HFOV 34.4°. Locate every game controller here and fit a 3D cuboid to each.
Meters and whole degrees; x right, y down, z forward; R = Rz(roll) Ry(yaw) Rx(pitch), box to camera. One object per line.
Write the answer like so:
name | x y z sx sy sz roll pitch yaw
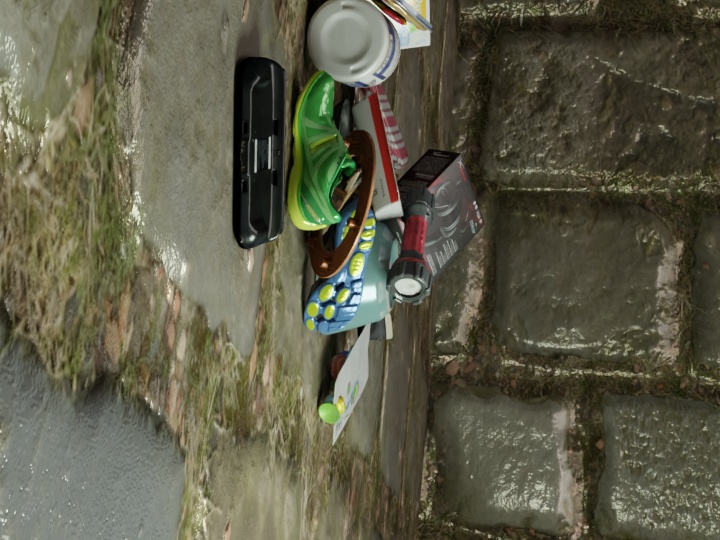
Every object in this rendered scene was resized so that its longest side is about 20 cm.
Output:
game controller | -0.110 -0.126 1.248 0.104 0.042 0.203 -21 114 -65

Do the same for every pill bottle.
pill bottle | -0.003 -0.310 1.602 0.200 0.109 0.113 -30 123 -80

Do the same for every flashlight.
flashlight | 0.080 -0.043 1.729 0.068 0.067 0.202 49 36 -35

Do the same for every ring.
ring | -0.030 -0.090 1.535 0.200 0.019 0.203 -47 -144 49

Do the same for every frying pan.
frying pan | -0.025 -0.213 1.746 0.191 0.030 0.116 -76 169 -60

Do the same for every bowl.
bowl | 0.000 0.000 1.767 0.201 0.103 0.204 3 90 -82

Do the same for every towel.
towel | 0.029 -0.258 1.864 0.146 0.030 0.202 -44 113 -79

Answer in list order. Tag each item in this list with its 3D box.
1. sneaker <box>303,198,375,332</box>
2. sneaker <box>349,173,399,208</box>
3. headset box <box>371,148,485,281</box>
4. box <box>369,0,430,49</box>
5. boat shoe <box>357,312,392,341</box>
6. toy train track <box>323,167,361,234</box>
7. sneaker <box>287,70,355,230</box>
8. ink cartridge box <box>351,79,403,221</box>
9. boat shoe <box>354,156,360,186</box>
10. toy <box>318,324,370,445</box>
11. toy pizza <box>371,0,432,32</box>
sneaker | -0.026 -0.005 1.599 0.083 0.070 0.202 -103 -151 -69
sneaker | 0.015 -0.115 1.964 0.200 0.074 0.091 -46 148 -68
headset box | 0.104 -0.079 1.907 0.200 0.077 0.150 -46 129 -31
box | 0.045 -0.452 1.788 0.102 0.111 0.202 -104 -173 -50
boat shoe | 0.011 0.029 1.901 0.073 0.062 0.202 -104 -176 -61
toy train track | -0.030 -0.116 1.686 0.116 0.032 0.200 -60 179 22
sneaker | -0.045 -0.151 1.478 0.074 0.082 0.203 24 69 -80
ink cartridge box | 0.022 -0.166 1.661 0.200 0.049 0.163 49 29 -82
boat shoe | 0.018 -0.169 1.874 0.074 0.068 0.200 54 10 -15
toy | -0.029 0.169 1.832 0.201 0.046 0.117 -65 160 -59
toy pizza | 0.017 -0.384 1.582 0.032 0.200 0.200 -48 178 11
